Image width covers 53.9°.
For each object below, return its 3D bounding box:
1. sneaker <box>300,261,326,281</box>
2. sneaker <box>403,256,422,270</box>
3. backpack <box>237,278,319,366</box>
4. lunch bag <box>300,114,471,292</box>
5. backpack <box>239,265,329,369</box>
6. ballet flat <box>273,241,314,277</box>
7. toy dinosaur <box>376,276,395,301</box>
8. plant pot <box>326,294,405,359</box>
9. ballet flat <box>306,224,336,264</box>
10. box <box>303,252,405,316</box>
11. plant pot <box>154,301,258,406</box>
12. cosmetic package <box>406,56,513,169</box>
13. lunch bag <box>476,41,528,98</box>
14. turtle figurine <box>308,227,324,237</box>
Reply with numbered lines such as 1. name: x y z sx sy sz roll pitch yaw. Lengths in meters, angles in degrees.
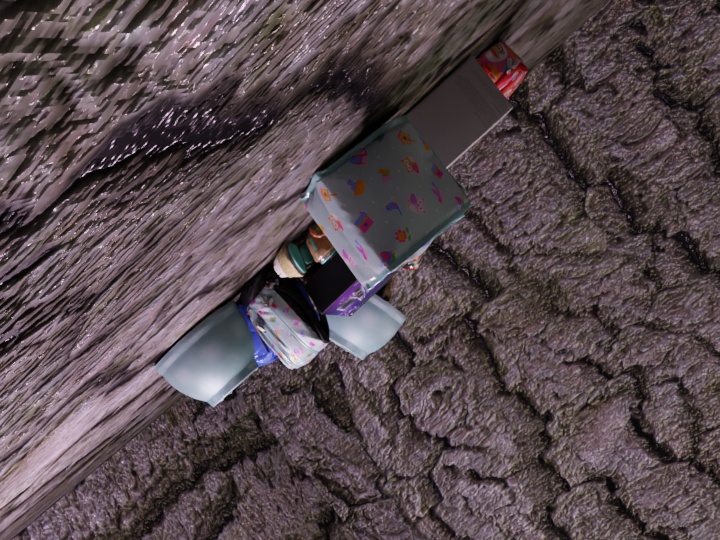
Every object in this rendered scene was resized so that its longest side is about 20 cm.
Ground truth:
1. sneaker: -0.104 -0.006 1.558 0.201 0.069 0.100 -76 -170 -69
2. sneaker: 0.063 -0.077 1.710 0.071 0.196 0.095 -56 162 -37
3. backpack: -0.205 0.113 1.600 0.198 0.165 0.168 -31 177 -27
4. lunch bag: 0.043 -0.101 0.976 0.199 0.172 0.122 -38 178 -27
5. backpack: -0.152 0.096 1.448 0.126 0.201 0.167 -40 -179 13
6. ballet flat: -0.134 -0.017 1.371 0.070 0.071 0.200 -41 180 9
7. toy dinosaur: 0.036 0.030 1.649 0.084 0.201 0.139 -8 124 -21
8. plant pot: -0.011 0.117 1.619 0.136 0.197 0.200 -59 -177 -8
9. ballet flat: -0.072 -0.063 1.443 0.068 0.073 0.200 -41 -179 15
10. box: 0.000 0.000 1.451 0.200 0.079 0.140 -43 162 16
11. plant pot: -0.284 0.178 1.398 0.200 0.135 0.200 -41 180 0
12. cosmetic package: 0.130 -0.225 1.122 0.199 0.108 0.085 -40 -179 1
13. lunch bag: 0.197 -0.309 1.246 0.200 0.082 0.176 -43 175 23
14. turtle figurine: -0.010 -0.104 1.306 0.157 0.066 0.199 -2 171 -25
